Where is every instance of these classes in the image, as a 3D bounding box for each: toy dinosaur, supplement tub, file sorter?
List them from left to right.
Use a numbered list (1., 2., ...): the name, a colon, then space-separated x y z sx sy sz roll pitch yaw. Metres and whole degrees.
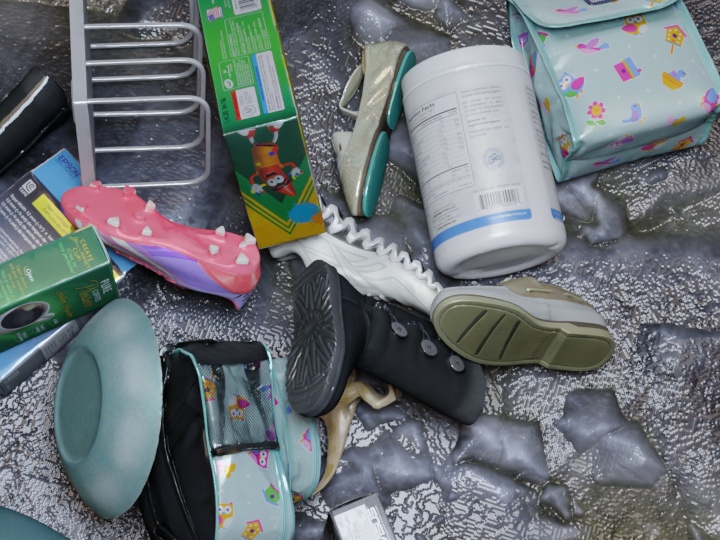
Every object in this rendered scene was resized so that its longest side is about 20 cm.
1. file sorter: -0.214 -0.193 1.499 0.124 0.139 0.200 -4 55 -9
2. toy dinosaur: -0.013 0.119 1.502 0.101 0.058 0.201 -11 67 10
3. supplement tub: 0.119 -0.103 1.517 0.132 0.132 0.201 -9 75 -5

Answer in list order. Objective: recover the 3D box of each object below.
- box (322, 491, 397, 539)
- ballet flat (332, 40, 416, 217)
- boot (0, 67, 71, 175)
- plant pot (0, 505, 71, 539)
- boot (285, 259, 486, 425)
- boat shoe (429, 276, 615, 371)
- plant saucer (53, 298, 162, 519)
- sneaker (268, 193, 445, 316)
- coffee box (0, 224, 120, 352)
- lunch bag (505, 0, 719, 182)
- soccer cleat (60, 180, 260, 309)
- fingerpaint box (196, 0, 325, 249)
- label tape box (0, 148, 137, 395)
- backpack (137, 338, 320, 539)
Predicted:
1. box: 0.026 0.306 1.390 0.048 0.158 0.200 -20 77 -10
2. ballet flat: 0.004 -0.142 1.565 0.062 0.067 0.201 10 66 15
3. boot: -0.361 -0.113 1.481 0.200 0.165 0.066 -42 96 -12
4. plant pot: -0.317 0.302 1.371 0.187 0.200 0.201 13 74 -14
5. boot: 0.028 0.097 1.423 0.200 0.066 0.165 33 43 -31
6. boat shoe: 0.147 0.046 1.485 0.200 0.075 0.069 15 37 -30
7. plant saucer: -0.240 0.123 1.412 0.039 0.201 0.202 7 72 -33
8. sneaker: 0.000 0.000 1.521 0.200 0.075 0.081 32 84 15
9. coffee box: -0.318 0.032 1.404 0.200 0.123 0.044 -24 75 -9
10. lunch bag: 0.248 -0.213 1.558 0.170 0.122 0.201 -14 71 -8
11. soccer cleat: -0.191 -0.021 1.467 0.199 0.077 0.067 18 40 0
12. fingerpaint box: -0.096 -0.151 1.469 0.073 0.167 0.200 -14 53 -1
13. label tape box: -0.317 0.000 1.508 0.200 0.066 0.143 -41 81 -16
14. backpack: -0.126 0.171 1.411 0.153 0.176 0.201 4 77 -33
